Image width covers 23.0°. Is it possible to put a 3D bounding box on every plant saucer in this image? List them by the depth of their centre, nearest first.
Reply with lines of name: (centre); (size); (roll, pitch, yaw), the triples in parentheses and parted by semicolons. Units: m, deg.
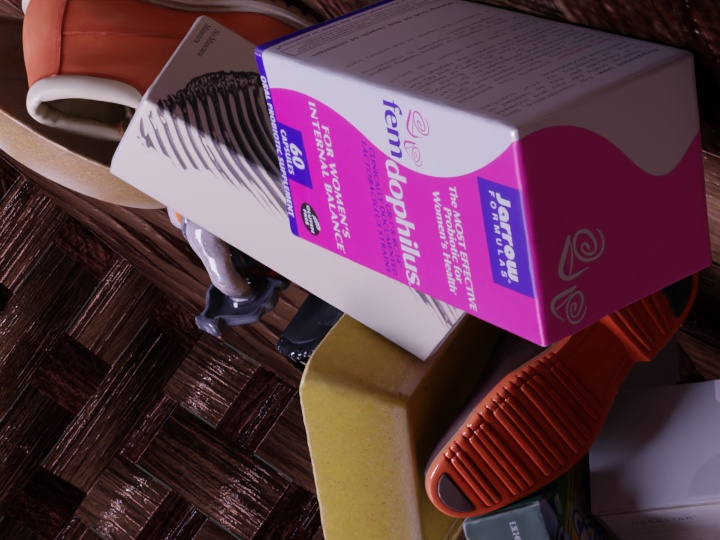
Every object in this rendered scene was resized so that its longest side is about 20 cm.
plant saucer: (0.043, 0.080, 1.027); (0.048, 0.200, 0.200); (13, 131, 26)
plant saucer: (-0.167, -0.091, 1.079); (0.200, 0.035, 0.200); (26, -160, -10)

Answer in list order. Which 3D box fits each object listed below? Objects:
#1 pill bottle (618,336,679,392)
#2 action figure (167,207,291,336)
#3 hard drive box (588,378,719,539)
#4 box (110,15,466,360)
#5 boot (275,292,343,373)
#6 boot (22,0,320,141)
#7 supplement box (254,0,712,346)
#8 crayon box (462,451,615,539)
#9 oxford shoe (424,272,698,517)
pill bottle: (0.122, 0.048, 1.174); (0.112, 0.112, 0.200); (39, 172, -22)
action figure: (-0.042, -0.060, 1.147); (0.193, 0.200, 0.105); (-5, 133, 31)
hard drive box: (0.241, 0.136, 1.070); (0.156, 0.077, 0.200); (-9, 152, 21)
box: (-0.024, -0.043, 0.936); (0.200, 0.082, 0.068); (30, 139, -5)
boot: (0.000, 0.000, 1.219); (0.073, 0.163, 0.198); (36, 173, -19)
boot: (-0.099, -0.108, 1.023); (0.200, 0.107, 0.075); (10, 144, -17)
supplement box: (0.052, -0.054, 0.800); (0.200, 0.103, 0.101); (23, 130, 51)
crayon box: (0.129, 0.177, 1.061); (0.200, 0.052, 0.126); (-23, -86, -70)
oxford shoe: (0.103, 0.057, 0.995); (0.071, 0.200, 0.073); (55, 165, -30)
